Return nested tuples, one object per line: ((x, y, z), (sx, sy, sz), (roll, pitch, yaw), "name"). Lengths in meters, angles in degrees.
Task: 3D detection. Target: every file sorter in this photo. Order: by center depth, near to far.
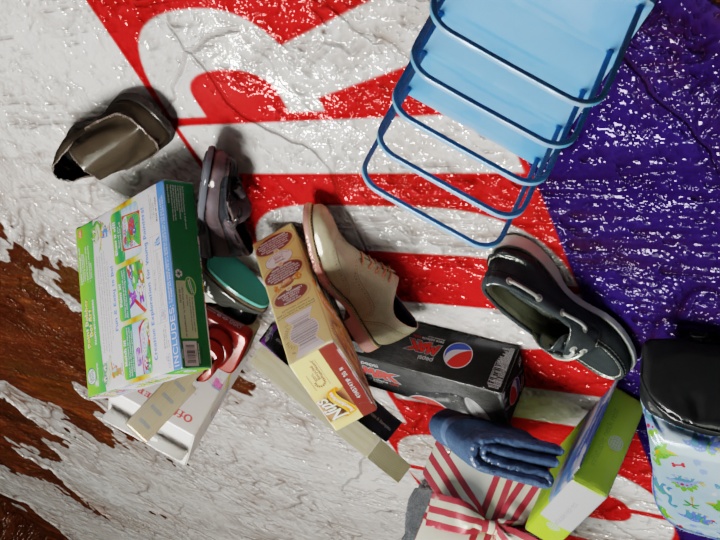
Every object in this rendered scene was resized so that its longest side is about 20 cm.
((0.096, -0.129, 0.727), (0.137, 0.124, 0.201), (28, 149, 1), "file sorter")

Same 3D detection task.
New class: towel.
((0.148, 0.194, 1.138), (0.110, 0.049, 0.200), (15, 179, -9), "towel")

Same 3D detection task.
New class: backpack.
((0.344, 0.166, 0.951), (0.161, 0.156, 0.200), (8, 157, 20), "backpack")

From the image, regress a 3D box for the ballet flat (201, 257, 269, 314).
((-0.196, -0.010, 1.191), (0.200, 0.068, 0.068), (44, 120, -11), "ballet flat")

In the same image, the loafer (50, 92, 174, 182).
((-0.271, -0.129, 1.077), (0.073, 0.072, 0.199), (45, 146, -24), "loafer")

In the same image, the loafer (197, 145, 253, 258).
((-0.141, -0.070, 1.076), (0.062, 0.073, 0.200), (9, 155, -5), "loafer")

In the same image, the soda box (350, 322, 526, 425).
((0.084, 0.109, 1.137), (0.198, 0.064, 0.071), (13, 146, 26), "soda box")

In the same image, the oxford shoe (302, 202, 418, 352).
((0.000, 0.000, 1.066), (0.073, 0.071, 0.201), (-17, 130, 17), "oxford shoe")

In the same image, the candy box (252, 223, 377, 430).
((-0.051, 0.056, 1.060), (0.055, 0.201, 0.116), (-26, 131, 3), "candy box")

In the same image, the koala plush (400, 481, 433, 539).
((0.161, 0.436, 1.462), (0.176, 0.186, 0.200), (9, 160, 40), "koala plush")

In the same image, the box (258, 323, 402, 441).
((-0.042, 0.134, 1.232), (0.143, 0.036, 0.200), (42, 170, -19), "box")

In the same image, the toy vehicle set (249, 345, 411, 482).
((-0.036, 0.173, 1.201), (0.199, 0.027, 0.124), (34, 171, 29), "toy vehicle set")

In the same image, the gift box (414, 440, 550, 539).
((0.164, 0.321, 1.271), (0.182, 0.202, 0.187), (15, 162, 15), "gift box")

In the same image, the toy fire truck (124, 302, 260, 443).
((-0.236, 0.090, 1.206), (0.174, 0.200, 0.130), (29, 117, 1), "toy fire truck")

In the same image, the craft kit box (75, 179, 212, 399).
((-0.243, 0.026, 1.096), (0.196, 0.203, 0.048), (-17, 165, 42), "craft kit box")

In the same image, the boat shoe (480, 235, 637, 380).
((0.190, 0.052, 0.969), (0.199, 0.061, 0.075), (39, 148, -16), "boat shoe")

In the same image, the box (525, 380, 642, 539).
((0.246, 0.213, 1.094), (0.047, 0.123, 0.201), (28, 149, 8), "box")

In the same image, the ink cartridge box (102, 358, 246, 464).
((-0.247, 0.150, 1.336), (0.127, 0.201, 0.126), (28, 149, 1), "ink cartridge box")
